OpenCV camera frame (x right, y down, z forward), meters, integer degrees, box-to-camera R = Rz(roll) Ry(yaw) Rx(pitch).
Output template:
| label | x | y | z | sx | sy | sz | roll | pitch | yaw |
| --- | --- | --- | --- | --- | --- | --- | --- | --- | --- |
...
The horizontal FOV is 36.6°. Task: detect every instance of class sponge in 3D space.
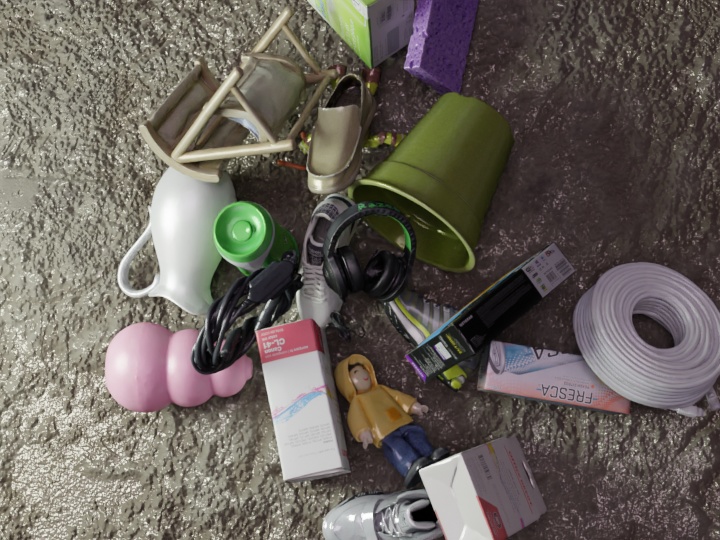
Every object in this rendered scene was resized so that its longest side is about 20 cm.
| label | x | y | z | sx | sy | sz | roll | pitch | yaw |
| --- | --- | --- | --- | --- | --- | --- | --- | --- | --- |
| sponge | 0.121 | -0.361 | 1.545 | 0.030 | 0.111 | 0.202 | 4 | 79 | 39 |

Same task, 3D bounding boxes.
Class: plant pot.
| label | x | y | z | sx | sy | sz | roll | pitch | yaw |
| --- | --- | --- | --- | --- | --- | --- | --- | --- | --- |
| plant pot | 0.114 | -0.133 | 1.483 | 0.199 | 0.200 | 0.191 | 29 | 73 | 12 |

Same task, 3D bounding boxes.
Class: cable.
| label | x | y | z | sx | sy | sz | roll | pitch | yaw |
| --- | --- | --- | --- | --- | --- | --- | --- | --- | --- |
| cable | 0.377 | 0.083 | 1.410 | 0.198 | 0.069 | 0.202 | 8 | 55 | -10 |
| cable | -0.153 | 0.062 | 1.427 | 0.051 | 0.164 | 0.200 | 40 | 63 | 9 |

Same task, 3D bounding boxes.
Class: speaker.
| label | x | y | z | sx | sy | sz | roll | pitch | yaw |
| --- | --- | --- | --- | --- | --- | --- | --- | --- | --- |
| speaker | -0.139 | -0.035 | 1.480 | 0.087 | 0.200 | 0.090 | -1 | 80 | 8 |

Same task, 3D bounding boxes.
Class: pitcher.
| label | x | y | z | sx | sy | sz | roll | pitch | yaw |
| --- | --- | --- | --- | --- | --- | --- | --- | --- | --- |
| pitcher | -0.264 | -0.049 | 1.551 | 0.170 | 0.121 | 0.202 | 9 | 94 | 18 |

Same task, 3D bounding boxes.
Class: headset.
| label | x | y | z | sx | sy | sz | roll | pitch | yaw |
| --- | --- | --- | --- | --- | --- | --- | --- | --- | --- |
| headset | 0.000 | 0.000 | 1.444 | 0.122 | 0.094 | 0.202 | 6 | 113 | -21 |

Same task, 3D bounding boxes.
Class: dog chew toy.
| label | x | y | z | sx | sy | sz | roll | pitch | yaw |
| --- | --- | --- | --- | --- | --- | --- | --- | --- | --- |
| dog chew toy | -0.250 | 0.135 | 1.514 | 0.198 | 0.125 | 0.126 | 0 | 80 | 0 |

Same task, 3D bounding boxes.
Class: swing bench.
| label | x | y | z | sx | sy | sz | roll | pitch | yaw |
| --- | --- | --- | --- | --- | --- | --- | --- | --- | --- |
| swing bench | -0.166 | -0.232 | 1.498 | 0.199 | 0.200 | 0.130 | -21 | 118 | 34 |

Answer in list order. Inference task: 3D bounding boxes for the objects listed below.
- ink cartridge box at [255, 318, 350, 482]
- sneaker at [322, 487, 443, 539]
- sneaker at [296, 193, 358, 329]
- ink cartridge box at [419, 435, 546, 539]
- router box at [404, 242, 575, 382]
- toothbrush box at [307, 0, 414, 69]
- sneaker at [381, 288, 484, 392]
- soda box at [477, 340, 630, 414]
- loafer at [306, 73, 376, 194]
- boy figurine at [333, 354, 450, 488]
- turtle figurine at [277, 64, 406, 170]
| label | x | y | z | sx | sy | sz | roll | pitch | yaw |
| --- | --- | --- | --- | --- | --- | --- | --- | --- | --- |
| ink cartridge box | -0.074 | 0.178 | 1.460 | 0.085 | 0.148 | 0.202 | -11 | 78 | 2 |
| sneaker | 0.039 | 0.326 | 1.436 | 0.198 | 0.115 | 0.076 | -11 | 79 | 7 |
| sneaker | -0.057 | -0.004 | 1.495 | 0.076 | 0.081 | 0.202 | 13 | 112 | 11 |
| ink cartridge box | 0.163 | 0.286 | 1.399 | 0.067 | 0.199 | 0.117 | -28 | 76 | 26 |
| router box | 0.166 | 0.056 | 1.406 | 0.199 | 0.149 | 0.051 | -36 | 87 | -29 |
| toothbrush box | -0.015 | -0.410 | 1.535 | 0.086 | 0.146 | 0.200 | -34 | 69 | -12 |
| sneaker | 0.095 | 0.069 | 1.503 | 0.081 | 0.074 | 0.201 | -36 | 82 | -11 |
| soda box | 0.259 | 0.143 | 1.443 | 0.198 | 0.064 | 0.069 | 10 | 82 | -3 |
| loafer | -0.032 | -0.186 | 1.457 | 0.075 | 0.069 | 0.201 | -2 | 49 | 20 |
| boy figurine | 0.037 | 0.195 | 1.470 | 0.124 | 0.065 | 0.200 | -16 | 56 | -36 |
| turtle figurine | -0.023 | -0.212 | 1.563 | 0.198 | 0.064 | 0.163 | 1 | 80 | 9 |
